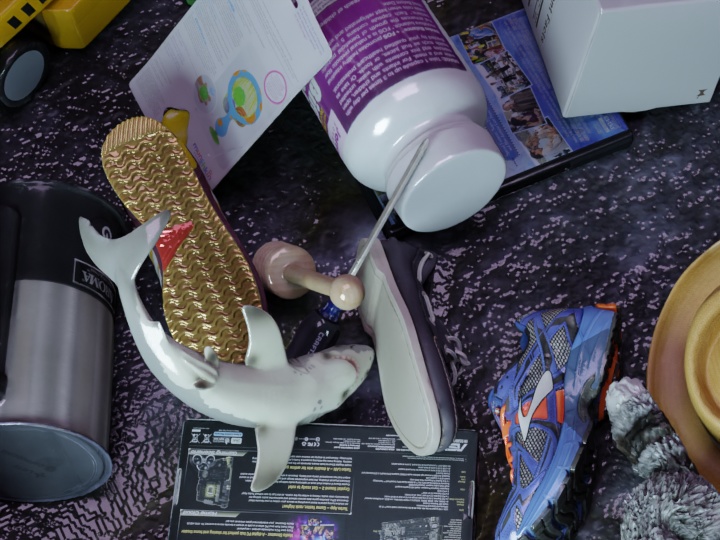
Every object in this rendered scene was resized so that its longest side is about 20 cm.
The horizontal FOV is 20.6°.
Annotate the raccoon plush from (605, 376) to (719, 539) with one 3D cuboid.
[{"bbox_3d":[0.167,0.182,1.249,0.133,0.097,0.200,-28,46,-2],"label":"raccoon plush"}]

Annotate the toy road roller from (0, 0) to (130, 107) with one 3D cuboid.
[{"bbox_3d":[-0.263,-0.237,1.494,0.123,0.146,0.200,33,67,22],"label":"toy road roller"}]

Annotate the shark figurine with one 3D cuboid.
[{"bbox_3d":[-0.105,0.060,1.282,0.214,0.089,0.129,32,69,-24],"label":"shark figurine"}]

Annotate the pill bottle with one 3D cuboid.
[{"bbox_3d":[0.021,-0.128,1.401,0.112,0.113,0.201,-24,59,-10],"label":"pill bottle"}]

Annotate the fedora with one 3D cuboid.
[{"bbox_3d":[0.265,0.054,1.272,0.199,0.082,0.202,-7,72,23],"label":"fedora"}]

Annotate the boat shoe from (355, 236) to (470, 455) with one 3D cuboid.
[{"bbox_3d":[0.044,0.045,1.320,0.062,0.073,0.201,1,36,-15],"label":"boat shoe"}]

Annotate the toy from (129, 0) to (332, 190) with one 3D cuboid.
[{"bbox_3d":[-0.084,-0.143,1.409,0.047,0.200,0.116,-9,66,-45],"label":"toy"}]

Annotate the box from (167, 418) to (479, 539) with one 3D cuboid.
[{"bbox_3d":[-0.025,0.179,1.280,0.198,0.044,0.161,1,59,6],"label":"box"}]

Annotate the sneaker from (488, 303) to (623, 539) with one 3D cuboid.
[{"bbox_3d":[0.119,0.107,1.304,0.078,0.076,0.201,7,51,19],"label":"sneaker"}]

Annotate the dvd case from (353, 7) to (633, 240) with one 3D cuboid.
[{"bbox_3d":[0.082,-0.113,1.464,0.199,0.018,0.143,-22,60,-9],"label":"dvd case"}]

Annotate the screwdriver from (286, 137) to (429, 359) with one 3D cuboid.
[{"bbox_3d":[0.000,0.000,1.335,0.029,0.028,0.201,39,106,18],"label":"screwdriver"}]

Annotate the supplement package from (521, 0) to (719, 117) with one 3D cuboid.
[{"bbox_3d":[0.188,-0.230,1.455,0.120,0.120,0.201,-7,57,-14],"label":"supplement package"}]

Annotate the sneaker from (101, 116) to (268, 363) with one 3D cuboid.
[{"bbox_3d":[-0.114,-0.013,1.392,0.074,0.090,0.201,-22,85,4],"label":"sneaker"}]

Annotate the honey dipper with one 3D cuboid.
[{"bbox_3d":[-0.034,0.005,1.310,0.038,0.200,0.038,-1,94,-15],"label":"honey dipper"}]

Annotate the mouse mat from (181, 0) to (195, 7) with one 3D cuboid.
[{"bbox_3d":[-0.062,-0.228,1.450,0.159,0.200,0.008,-6,83,0],"label":"mouse mat"}]

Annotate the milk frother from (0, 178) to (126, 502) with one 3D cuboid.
[{"bbox_3d":[-0.270,0.051,1.342,0.199,0.180,0.189,-28,48,37],"label":"milk frother"}]
